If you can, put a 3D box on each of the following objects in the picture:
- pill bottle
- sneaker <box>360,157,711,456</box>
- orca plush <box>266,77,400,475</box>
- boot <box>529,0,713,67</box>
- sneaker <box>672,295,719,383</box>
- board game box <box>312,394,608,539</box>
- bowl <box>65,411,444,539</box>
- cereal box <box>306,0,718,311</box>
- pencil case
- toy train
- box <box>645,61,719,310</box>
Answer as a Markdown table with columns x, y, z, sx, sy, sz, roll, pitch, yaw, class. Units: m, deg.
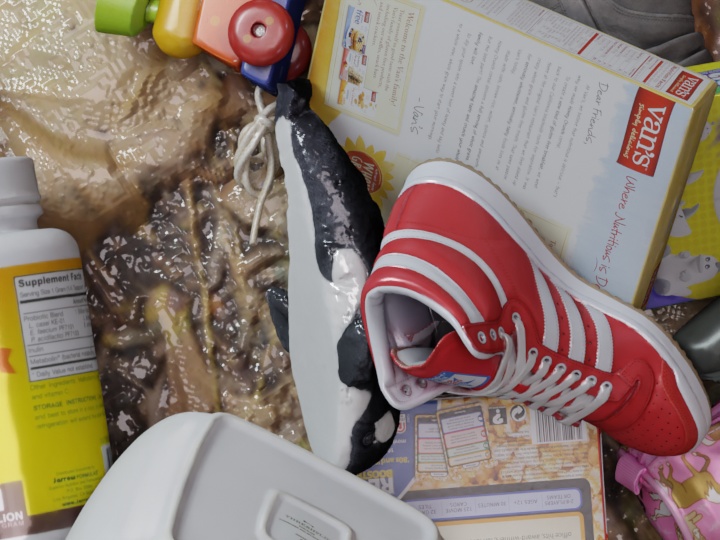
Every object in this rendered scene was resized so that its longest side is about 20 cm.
| x | y | z | sx | sy | sz | roll | pitch | yaw | class |
| --- | --- | --- | --- | --- | --- | --- | --- | --- | --- |
| -0.188 | 0.047 | 1.512 | 0.109 | 0.109 | 0.201 | -9 | 89 | -3 | pill bottle |
| 0.081 | 0.047 | 1.456 | 0.200 | 0.071 | 0.113 | 41 | 43 | -11 | sneaker |
| 0.000 | 0.000 | 1.503 | 0.071 | 0.105 | 0.201 | -11 | 84 | -25 | orca plush |
| 0.088 | -0.106 | 1.554 | 0.199 | 0.070 | 0.132 | -15 | 98 | 4 | boot |
| 0.233 | -0.020 | 1.504 | 0.200 | 0.076 | 0.091 | -35 | 107 | -2 | sneaker |
| 0.055 | 0.164 | 1.553 | 0.151 | 0.046 | 0.201 | -3 | 89 | -3 | board game box |
| -0.039 | 0.151 | 1.423 | 0.199 | 0.200 | 0.075 | 29 | 118 | -4 | bowl |
| 0.067 | -0.068 | 1.499 | 0.199 | 0.040 | 0.144 | 25 | 126 | 14 | cereal box |
| 0.230 | 0.077 | 1.547 | 0.200 | 0.083 | 0.087 | -34 | 83 | -3 | pencil case |
| -0.086 | -0.124 | 1.539 | 0.115 | 0.085 | 0.201 | 13 | 88 | 8 | toy train |
| 0.221 | -0.053 | 1.543 | 0.199 | 0.048 | 0.118 | -12 | 116 | -9 | box |
